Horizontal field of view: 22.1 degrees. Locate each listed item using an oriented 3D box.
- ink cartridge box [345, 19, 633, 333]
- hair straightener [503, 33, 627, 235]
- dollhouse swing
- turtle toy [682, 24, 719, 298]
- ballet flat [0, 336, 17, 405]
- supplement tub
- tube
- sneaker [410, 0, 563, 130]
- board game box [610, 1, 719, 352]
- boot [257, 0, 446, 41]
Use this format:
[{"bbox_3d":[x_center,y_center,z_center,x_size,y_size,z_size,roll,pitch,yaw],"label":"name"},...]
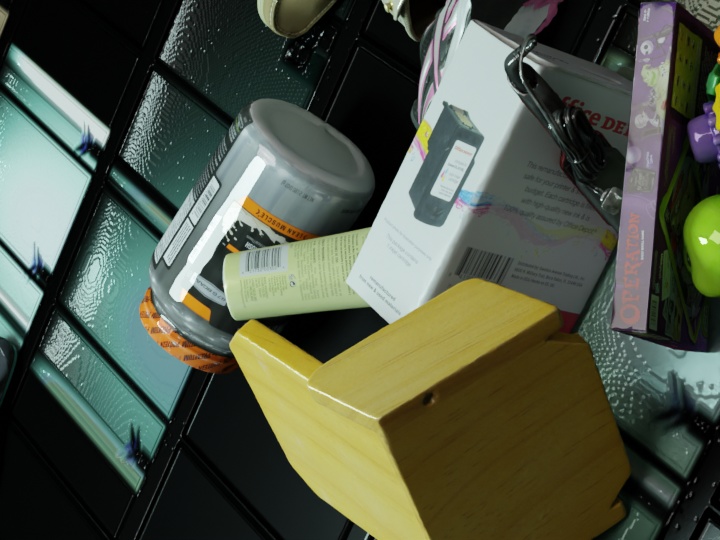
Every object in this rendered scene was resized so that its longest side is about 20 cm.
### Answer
[{"bbox_3d":[0.103,-0.049,1.232,0.083,0.145,0.201,41,111,46],"label":"ink cartridge box"},{"bbox_3d":[0.145,-0.073,1.135,0.041,0.200,0.077,-37,44,1],"label":"hair straightener"},{"bbox_3d":[0.044,0.089,1.202,0.181,0.200,0.176,-31,40,-8],"label":"dollhouse swing"},{"bbox_3d":[0.253,-0.076,1.103,0.146,0.101,0.201,30,112,47],"label":"turtle toy"},{"bbox_3d":[-0.386,0.158,1.781,0.073,0.073,0.201,13,91,48],"label":"ballet flat"},{"bbox_3d":[-0.086,-0.024,1.452,0.200,0.122,0.123,-56,46,24],"label":"supplement tub"},{"bbox_3d":[0.000,0.000,1.357,0.199,0.052,0.058,-9,114,10],"label":"tube"},{"bbox_3d":[0.081,-0.180,1.341,0.086,0.080,0.201,29,97,58],"label":"sneaker"},{"bbox_3d":[0.196,-0.055,1.151,0.032,0.120,0.201,2,83,33],"label":"board game box"},{"bbox_3d":[0.006,-0.227,1.438,0.200,0.072,0.155,-50,51,27],"label":"boot"}]
